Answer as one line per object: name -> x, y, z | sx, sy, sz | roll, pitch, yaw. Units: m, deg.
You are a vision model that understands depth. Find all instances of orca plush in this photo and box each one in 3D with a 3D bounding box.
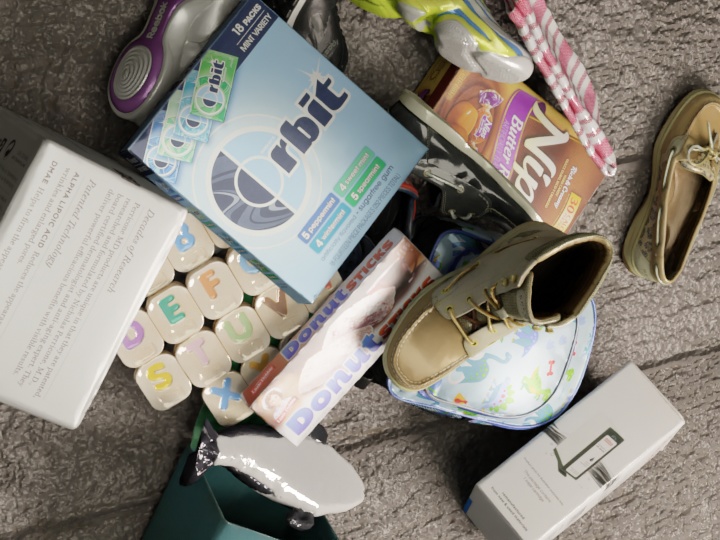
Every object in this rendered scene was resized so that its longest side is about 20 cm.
orca plush -> -0.089, 0.186, 1.465 | 0.200, 0.071, 0.106 | 4, 72, -47

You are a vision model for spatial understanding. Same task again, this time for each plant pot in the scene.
plant pot -> -0.132, 0.294, 1.489 | 0.141, 0.141, 0.200 | 26, 103, -28

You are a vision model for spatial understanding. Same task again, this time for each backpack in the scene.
backpack -> 0.123, 0.059, 1.533 | 0.199, 0.147, 0.184 | 17, 96, -27

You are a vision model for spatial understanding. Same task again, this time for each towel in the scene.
towel -> 0.184, -0.194, 1.498 | 0.030, 0.147, 0.200 | -26, 117, 16

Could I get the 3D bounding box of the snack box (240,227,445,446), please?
snack box -> -0.014, 0.059, 1.426 | 0.200, 0.024, 0.072 | -48, 128, -2

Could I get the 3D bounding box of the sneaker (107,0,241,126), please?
sneaker -> -0.140, -0.205, 1.398 | 0.200, 0.075, 0.100 | -59, 143, -4

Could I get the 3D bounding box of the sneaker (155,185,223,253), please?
sneaker -> -0.107, -0.069, 1.417 | 0.199, 0.078, 0.100 | -4, 139, -32

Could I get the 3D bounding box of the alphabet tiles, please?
alphabet tiles -> -0.114, 0.035, 1.402 | 0.200, 0.015, 0.196 | -31, 115, -5

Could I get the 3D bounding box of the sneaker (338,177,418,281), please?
sneaker -> 0.000, 0.000, 1.496 | 0.075, 0.084, 0.201 | 12, 99, -27

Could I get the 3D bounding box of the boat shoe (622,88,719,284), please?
boat shoe -> 0.329, -0.082, 1.639 | 0.073, 0.063, 0.201 | 14, 97, -26

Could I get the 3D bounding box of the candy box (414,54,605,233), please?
candy box -> 0.135, -0.115, 1.546 | 0.200, 0.056, 0.117 | 34, 87, -29

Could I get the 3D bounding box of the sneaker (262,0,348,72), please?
sneaker -> -0.049, -0.213, 1.437 | 0.087, 0.076, 0.201 | 8, 104, -41

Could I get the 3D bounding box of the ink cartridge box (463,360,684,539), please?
ink cartridge box -> 0.208, 0.194, 1.604 | 0.200, 0.146, 0.084 | -37, 76, -13

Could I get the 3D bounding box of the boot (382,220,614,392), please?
boot -> 0.113, 0.033, 1.367 | 0.200, 0.155, 0.072 | -40, 102, -8

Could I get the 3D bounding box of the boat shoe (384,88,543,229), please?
boat shoe -> 0.091, -0.079, 1.470 | 0.200, 0.072, 0.068 | 38, 96, -24

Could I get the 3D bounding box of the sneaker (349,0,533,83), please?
sneaker -> 0.081, -0.252, 1.448 | 0.200, 0.076, 0.105 | 30, 79, -4

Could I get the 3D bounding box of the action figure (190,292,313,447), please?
action figure -> -0.086, 0.069, 1.468 | 0.118, 0.055, 0.201 | -3, 122, -26

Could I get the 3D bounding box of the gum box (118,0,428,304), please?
gum box -> -0.070, -0.100, 1.357 | 0.200, 0.045, 0.170 | 41, 78, -14

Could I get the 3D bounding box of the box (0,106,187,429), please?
box -> -0.264, -0.008, 1.307 | 0.130, 0.199, 0.201 | 27, 91, -29
